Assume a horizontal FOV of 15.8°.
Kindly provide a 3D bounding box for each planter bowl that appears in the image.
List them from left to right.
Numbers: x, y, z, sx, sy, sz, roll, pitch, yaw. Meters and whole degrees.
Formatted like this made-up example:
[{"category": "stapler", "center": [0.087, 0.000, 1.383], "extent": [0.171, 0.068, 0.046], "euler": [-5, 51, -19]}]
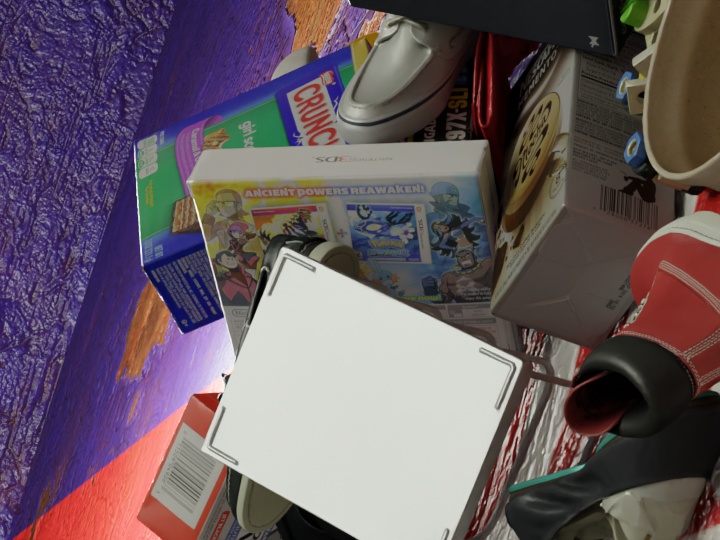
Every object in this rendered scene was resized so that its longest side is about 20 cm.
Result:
[{"category": "planter bowl", "center": [0.242, -0.114, 1.250], "extent": [0.200, 0.134, 0.201], "euler": [-159, 90, -77]}]

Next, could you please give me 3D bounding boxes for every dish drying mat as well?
[{"category": "dish drying mat", "center": [0.097, -0.094, 1.792], "extent": [0.200, 0.018, 0.077], "euler": [63, -152, -68]}]

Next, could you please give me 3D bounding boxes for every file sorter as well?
[{"category": "file sorter", "center": [0.032, 0.092, 1.600], "extent": [0.200, 0.124, 0.139], "euler": [25, 96, 38]}]

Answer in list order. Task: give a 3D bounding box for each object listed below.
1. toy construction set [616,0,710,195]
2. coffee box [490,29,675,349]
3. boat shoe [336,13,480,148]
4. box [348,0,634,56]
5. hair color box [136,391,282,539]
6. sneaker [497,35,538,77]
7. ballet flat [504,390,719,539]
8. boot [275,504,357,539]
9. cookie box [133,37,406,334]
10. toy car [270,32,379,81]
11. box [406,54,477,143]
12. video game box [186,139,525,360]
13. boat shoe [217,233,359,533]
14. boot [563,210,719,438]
[{"category": "toy construction set", "center": [0.201, -0.126, 1.542], "extent": [0.131, 0.092, 0.200], "euler": [-58, 7, 37]}, {"category": "coffee box", "center": [0.145, -0.066, 1.662], "extent": [0.113, 0.080, 0.200], "euler": [122, 163, -44]}, {"category": "boat shoe", "center": [0.046, -0.163, 1.742], "extent": [0.200, 0.072, 0.066], "euler": [-46, -43, -30]}, {"category": "box", "center": [0.110, -0.249, 1.684], "extent": [0.182, 0.200, 0.104], "euler": [-56, -33, -36]}, {"category": "hair color box", "center": [-0.064, 0.149, 1.934], "extent": [0.064, 0.200, 0.111], "euler": [35, 110, 30]}, {"category": "sneaker", "center": [0.109, -0.155, 1.925], "extent": [0.078, 0.115, 0.200], "euler": [-138, 52, -58]}, {"category": "ballet flat", "center": [0.148, 0.126, 1.432], "extent": [0.200, 0.073, 0.073], "euler": [-37, 35, 55]}, {"category": "boot", "center": [0.003, 0.177, 1.807], "extent": [0.073, 0.198, 0.162], "euler": [-44, 39, -16]}, {"category": "cookie box", "center": [-0.062, -0.064, 1.918], "extent": [0.200, 0.075, 0.171], "euler": [-23, 36, 9]}, {"category": "toy car", "center": [0.018, -0.093, 2.085], "extent": [0.200, 0.175, 0.150], "euler": [-85, -14, -46]}, {"category": "box", "center": [0.067, -0.052, 1.816], "extent": [0.160, 0.049, 0.200], "euler": [-83, -13, -48]}, {"category": "video game box", "center": [0.000, 0.000, 1.734], "extent": [0.047, 0.199, 0.182], "euler": [-73, -23, -49]}, {"category": "boat shoe", "center": [-0.060, 0.070, 1.696], "extent": [0.066, 0.074, 0.200], "euler": [22, 107, 34]}, {"category": "boot", "center": [0.152, 0.035, 1.373], "extent": [0.144, 0.073, 0.200], "euler": [-31, 10, -12]}]
